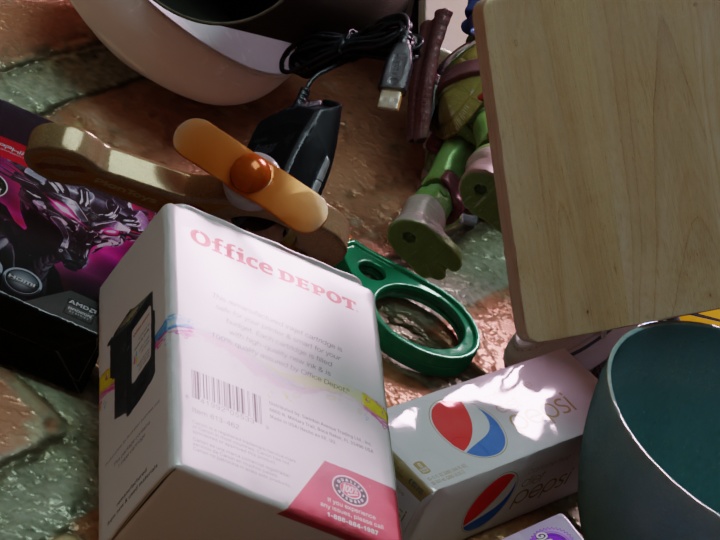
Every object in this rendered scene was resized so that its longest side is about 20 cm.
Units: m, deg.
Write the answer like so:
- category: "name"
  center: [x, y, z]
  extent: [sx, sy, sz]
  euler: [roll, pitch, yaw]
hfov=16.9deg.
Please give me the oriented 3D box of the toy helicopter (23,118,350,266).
- category: "toy helicopter"
  center: [-0.098, -0.044, 1.416]
  extent: [0.199, 0.132, 0.079]
  euler: [19, 67, -17]

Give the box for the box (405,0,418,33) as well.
- category: "box"
  center: [0.076, -0.237, 1.852]
  extent: [0.199, 0.148, 0.105]
  euler: [12, 65, -23]

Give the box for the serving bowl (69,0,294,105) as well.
- category: "serving bowl"
  center: [-0.141, -0.183, 1.697]
  extent: [0.200, 0.066, 0.200]
  euler: [37, 20, -16]

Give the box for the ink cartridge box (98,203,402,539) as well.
- category: "ink cartridge box"
  center: [-0.063, 0.079, 1.329]
  extent: [0.145, 0.083, 0.201]
  euler: [23, 37, -25]

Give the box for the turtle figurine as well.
- category: "turtle figurine"
  center: [0.101, -0.065, 1.579]
  extent: [0.143, 0.201, 0.194]
  euler: [0, 36, 19]

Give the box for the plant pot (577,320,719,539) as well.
- category: "plant pot"
  center: [0.207, 0.145, 1.419]
  extent: [0.199, 0.135, 0.200]
  euler: [18, 32, -12]

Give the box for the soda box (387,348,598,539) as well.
- category: "soda box"
  center: [0.073, 0.109, 1.446]
  extent: [0.200, 0.064, 0.068]
  euler: [-16, 50, -47]

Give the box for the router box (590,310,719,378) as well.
- category: "router box"
  center: [0.210, 0.042, 1.652]
  extent: [0.149, 0.051, 0.200]
  euler: [13, 33, -23]

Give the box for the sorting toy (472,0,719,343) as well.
- category: "sorting toy"
  center: [0.163, -0.072, 1.456]
  extent: [0.198, 0.201, 0.070]
  euler: [-10, 5, -20]

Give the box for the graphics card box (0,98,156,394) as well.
- category: "graphics card box"
  center: [-0.194, -0.019, 1.456]
  extent: [0.125, 0.051, 0.200]
  euler: [24, 33, -5]

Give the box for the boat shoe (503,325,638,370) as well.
- category: "boat shoe"
  center: [0.159, -0.010, 1.547]
  extent: [0.086, 0.202, 0.075]
  euler: [46, 14, -30]

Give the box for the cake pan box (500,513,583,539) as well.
- category: "cake pan box"
  center: [0.074, 0.230, 1.217]
  extent: [0.183, 0.052, 0.200]
  euler: [-19, 49, -21]

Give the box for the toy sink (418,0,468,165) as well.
- category: "toy sink"
  center: [0.110, -0.112, 1.753]
  extent: [0.199, 0.112, 0.131]
  euler: [23, 31, -14]

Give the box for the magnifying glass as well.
- category: "magnifying glass"
  center: [0.000, 0.000, 1.599]
  extent: [0.079, 0.022, 0.200]
  euler: [-15, 52, -47]

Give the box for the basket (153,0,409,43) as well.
- category: "basket"
  center: [-0.054, -0.222, 1.661]
  extent: [0.180, 0.136, 0.200]
  euler: [43, 14, 26]

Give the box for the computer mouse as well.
- category: "computer mouse"
  center: [-0.023, -0.077, 1.556]
  extent: [0.046, 0.140, 0.201]
  euler: [43, 55, -30]
